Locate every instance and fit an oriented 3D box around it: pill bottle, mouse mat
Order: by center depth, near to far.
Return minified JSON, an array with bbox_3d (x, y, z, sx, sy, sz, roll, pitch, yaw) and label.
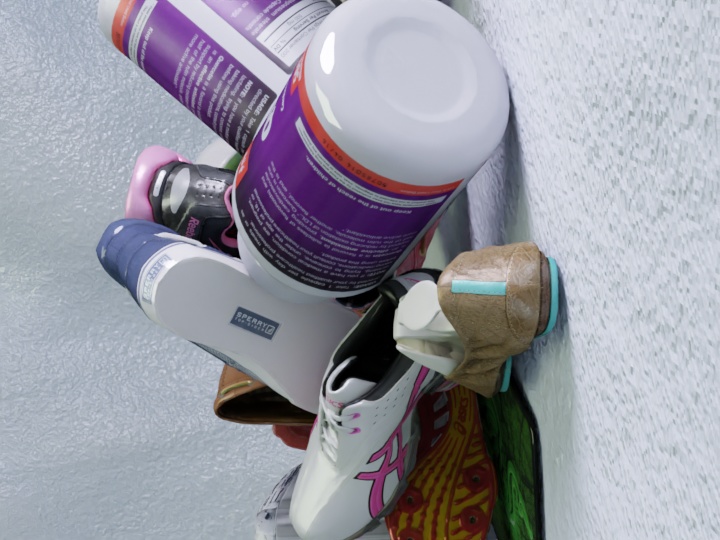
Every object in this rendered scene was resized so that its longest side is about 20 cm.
[{"bbox_3d":[-0.004,-0.058,0.930,0.200,0.112,0.113,129,138,-55],"label":"pill bottle"},{"bbox_3d":[0.089,0.120,1.034,0.200,0.007,0.162,-105,9,-66],"label":"mouse mat"},{"bbox_3d":[-0.067,-0.140,1.089,0.200,0.112,0.113,41,164,11],"label":"pill bottle"}]

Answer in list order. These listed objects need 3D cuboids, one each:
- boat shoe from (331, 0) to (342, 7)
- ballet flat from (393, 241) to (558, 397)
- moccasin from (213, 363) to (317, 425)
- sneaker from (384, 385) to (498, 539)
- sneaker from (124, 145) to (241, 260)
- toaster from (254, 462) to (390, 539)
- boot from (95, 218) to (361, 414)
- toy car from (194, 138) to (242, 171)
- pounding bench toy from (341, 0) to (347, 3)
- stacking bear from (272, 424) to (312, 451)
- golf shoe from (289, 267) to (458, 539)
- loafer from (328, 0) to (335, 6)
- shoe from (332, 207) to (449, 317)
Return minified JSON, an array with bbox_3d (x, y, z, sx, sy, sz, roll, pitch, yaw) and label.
[{"bbox_3d":[0.018,-0.197,1.118,0.063,0.074,0.201,51,176,-18],"label":"boat shoe"},{"bbox_3d":[0.055,0.027,0.886,0.200,0.072,0.068,105,167,-80],"label":"ballet flat"},{"bbox_3d":[-0.016,0.087,1.194,0.074,0.201,0.078,69,-146,-41],"label":"moccasin"},{"bbox_3d":[0.052,0.115,1.082,0.077,0.073,0.201,84,-172,-69],"label":"sneaker"},{"bbox_3d":[-0.070,-0.022,1.120,0.200,0.095,0.079,32,-116,-57],"label":"sneaker"},{"bbox_3d":[0.003,0.197,1.199,0.200,0.129,0.114,-40,-54,-75],"label":"toaster"},{"bbox_3d":[-0.072,0.024,1.059,0.200,0.073,0.090,33,180,-39],"label":"boot"},{"bbox_3d":[-0.039,-0.074,1.503,0.150,0.175,0.200,-57,-20,3],"label":"toy car"},{"bbox_3d":[-0.014,-0.240,0.985,0.156,0.124,0.201,135,128,-82],"label":"pounding bench toy"},{"bbox_3d":[0.008,0.070,1.359,0.121,0.114,0.200,40,-155,-19],"label":"stacking bear"},{"bbox_3d":[-0.001,0.082,1.008,0.073,0.092,0.201,43,113,38],"label":"golf shoe"},{"bbox_3d":[-0.005,-0.235,1.283,0.070,0.069,0.201,62,-149,-47],"label":"loafer"},{"bbox_3d":[0.000,0.000,1.120,0.091,0.071,0.200,-54,-4,-38],"label":"shoe"}]
